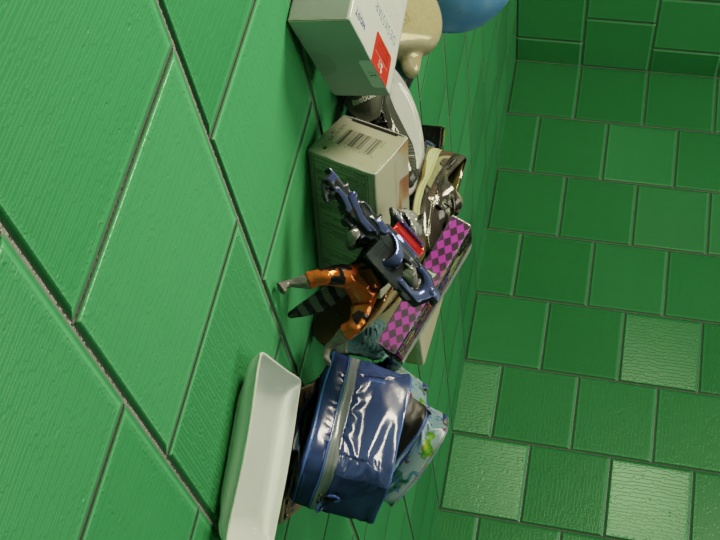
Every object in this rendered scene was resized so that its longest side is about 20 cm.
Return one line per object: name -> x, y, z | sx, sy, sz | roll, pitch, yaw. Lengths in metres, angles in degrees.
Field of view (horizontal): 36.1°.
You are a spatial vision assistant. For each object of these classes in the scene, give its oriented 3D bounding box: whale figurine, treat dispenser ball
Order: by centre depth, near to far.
whale figurine -> 0.019, -0.313, 1.427 | 0.200, 0.103, 0.160 | -44, 109, -42
treat dispenser ball -> 0.134, -0.452, 1.620 | 0.201, 0.197, 0.205 | 7, 90, -79

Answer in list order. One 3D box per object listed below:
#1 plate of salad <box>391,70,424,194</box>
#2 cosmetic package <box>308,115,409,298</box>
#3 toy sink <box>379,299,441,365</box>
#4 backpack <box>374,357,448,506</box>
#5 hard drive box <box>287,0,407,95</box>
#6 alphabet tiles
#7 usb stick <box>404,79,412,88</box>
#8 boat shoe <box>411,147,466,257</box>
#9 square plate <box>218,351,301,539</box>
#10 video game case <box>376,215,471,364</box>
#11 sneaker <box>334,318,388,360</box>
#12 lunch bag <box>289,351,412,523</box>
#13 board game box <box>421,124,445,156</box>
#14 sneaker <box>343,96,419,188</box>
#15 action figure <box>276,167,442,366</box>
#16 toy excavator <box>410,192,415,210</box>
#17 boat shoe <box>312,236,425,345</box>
plate of salad -> 0.035, -0.203, 1.587 | 0.199, 0.047, 0.204 | 25, 60, -54
cosmetic package -> 0.002, -0.078, 1.391 | 0.087, 0.102, 0.202 | -48, 149, -38
toy sink -> 0.073, 0.031, 1.833 | 0.131, 0.110, 0.202 | 77, 28, -60
backpack -> 0.039, 0.237, 1.626 | 0.184, 0.146, 0.200 | -55, -175, 13
hard drive box -> -0.005, -0.326, 1.260 | 0.156, 0.076, 0.203 | 49, 48, -62
alphabet tiles -> -0.086, 0.235, 1.422 | 0.200, 0.007, 0.170 | -3, 100, -78
usb stick -> 0.052, -0.279, 1.735 | 0.201, 0.032, 0.056 | -68, 157, -51
boat shoe -> 0.116, -0.103, 1.608 | 0.074, 0.064, 0.202 | 69, 26, -49
square plate -> -0.112, 0.202, 1.217 | 0.200, 0.028, 0.201 | 56, 43, -73
video game case -> 0.092, 0.032, 1.551 | 0.202, 0.036, 0.181 | -59, 171, -5
sneaker -> 0.013, 0.094, 1.639 | 0.200, 0.081, 0.075 | 30, 67, -78
lunch bag -> -0.022, 0.214, 1.391 | 0.137, 0.130, 0.202 | 108, -2, -50
board game box -> 0.076, -0.133, 1.763 | 0.023, 0.103, 0.204 | -49, 145, -76
sneaker -> 0.018, -0.195, 1.428 | 0.091, 0.066, 0.202 | 47, 21, -61
action figure -> -0.010, -0.018, 1.290 | 0.201, 0.193, 0.104 | 55, -13, -9
toy excavator -> 0.034, -0.099, 1.634 | 0.196, 0.099, 0.201 | -81, 148, -48
boat shoe -> 0.017, 0.035, 1.489 | 0.200, 0.072, 0.072 | -48, 154, -17
